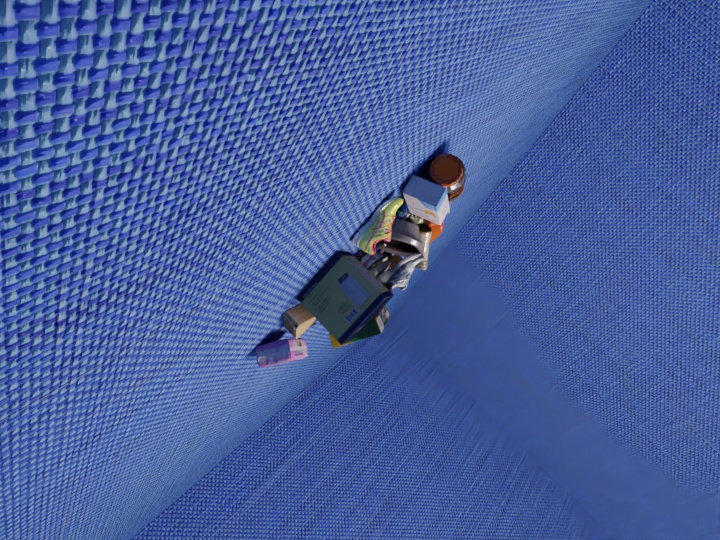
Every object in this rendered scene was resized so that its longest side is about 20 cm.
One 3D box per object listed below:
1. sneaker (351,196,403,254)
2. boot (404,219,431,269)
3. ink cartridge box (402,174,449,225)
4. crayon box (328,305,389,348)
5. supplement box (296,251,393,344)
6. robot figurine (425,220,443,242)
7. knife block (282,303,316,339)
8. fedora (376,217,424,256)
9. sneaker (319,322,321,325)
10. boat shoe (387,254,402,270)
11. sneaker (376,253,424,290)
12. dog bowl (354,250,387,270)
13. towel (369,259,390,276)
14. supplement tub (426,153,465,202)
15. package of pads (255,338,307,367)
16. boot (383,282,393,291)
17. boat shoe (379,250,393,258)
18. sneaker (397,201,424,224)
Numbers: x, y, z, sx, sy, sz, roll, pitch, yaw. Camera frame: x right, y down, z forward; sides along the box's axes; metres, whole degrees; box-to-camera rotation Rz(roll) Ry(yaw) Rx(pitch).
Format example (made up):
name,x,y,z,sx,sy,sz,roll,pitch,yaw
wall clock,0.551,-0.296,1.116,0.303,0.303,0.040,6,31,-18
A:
name,x,y,z,sx,sy,sz,roll,pitch,yaw
sneaker,0.068,-0.130,1.576,0.200,0.090,0.078,-50,167,14
boot,0.202,-0.102,1.919,0.200,0.071,0.156,-119,-153,-64
ink cartridge box,0.207,-0.207,1.645,0.068,0.115,0.200,-62,161,-7
crayon box,-0.001,0.185,1.811,0.171,0.059,0.200,-20,-173,15
supplement box,-0.045,0.080,1.628,0.200,0.200,0.134,-47,170,10
robot figurine,0.257,-0.164,2.125,0.200,0.116,0.145,-37,148,-41
knife block,-0.168,0.135,1.742,0.175,0.064,0.200,-43,169,-18
fedora,0.136,-0.119,1.801,0.200,0.176,0.091,100,6,-78
sneaker,-0.093,0.130,1.849,0.076,0.081,0.200,-5,164,-40
boat shoe,0.090,0.031,1.941,0.075,0.075,0.203,-31,-154,57
sneaker,0.138,0.020,1.788,0.199,0.087,0.078,-36,171,-2
dog bowl,0.000,0.000,1.860,0.200,0.074,0.200,-45,170,-10
towel,0.022,0.049,1.844,0.132,0.034,0.200,-36,165,-50
supplement tub,0.266,-0.288,1.664,0.123,0.123,0.200,-46,170,3
package of pads,-0.259,0.270,1.766,0.120,0.076,0.200,-13,172,8
boot,-0.013,0.054,1.724,0.200,0.174,0.069,-39,-175,11
boat shoe,0.073,-0.023,2.008,0.065,0.073,0.201,-56,-171,51
sneaker,0.183,-0.195,1.804,0.071,0.083,0.199,-48,168,16
